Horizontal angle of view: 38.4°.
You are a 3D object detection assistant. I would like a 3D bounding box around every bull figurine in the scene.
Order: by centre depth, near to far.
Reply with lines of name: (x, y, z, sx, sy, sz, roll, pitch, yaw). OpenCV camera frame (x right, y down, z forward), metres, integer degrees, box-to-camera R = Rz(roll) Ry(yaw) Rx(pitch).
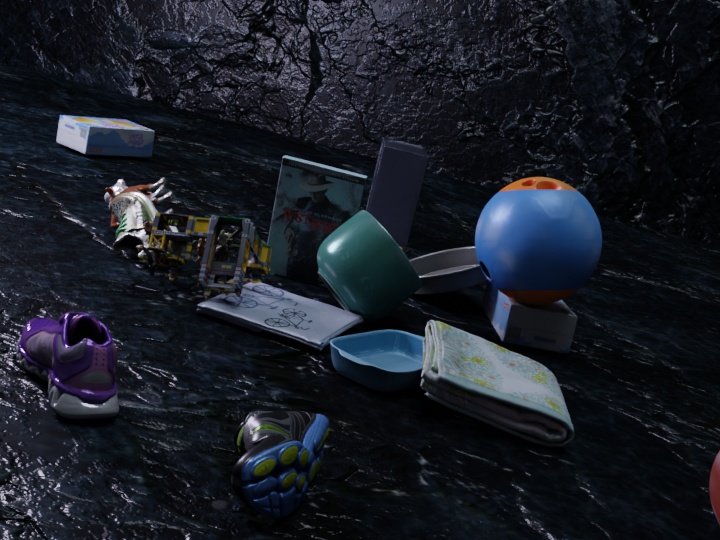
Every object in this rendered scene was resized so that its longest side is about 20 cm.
bull figurine: (-0.396, -0.119, 1.834, 0.121, 0.066, 0.200, -22, 26, -3)

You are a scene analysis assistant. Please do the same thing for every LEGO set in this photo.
LEGO set: (-0.226, -0.004, 1.492, 0.198, 0.117, 0.154, 9, -20, 1)

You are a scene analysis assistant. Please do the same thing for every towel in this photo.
towel: (0.169, 0.138, 1.307, 0.199, 0.048, 0.171, 23, 20, -5)

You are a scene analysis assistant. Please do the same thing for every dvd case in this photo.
dvd case: (-0.077, -0.077, 1.710, 0.145, 0.202, 0.022, 15, 19, 6)

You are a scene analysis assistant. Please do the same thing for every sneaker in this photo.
sneaker: (-0.085, 0.175, 0.963, 0.082, 0.071, 0.200, 10, 8, 9)
sneaker: (-0.302, 0.080, 1.086, 0.080, 0.089, 0.200, 2, 16, -34)
sneaker: (-0.363, -0.065, 1.654, 0.088, 0.077, 0.200, -18, 37, -35)

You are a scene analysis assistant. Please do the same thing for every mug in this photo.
mug: (0.006, 0.006, 1.598, 0.152, 0.114, 0.185, 49, -7, 18)

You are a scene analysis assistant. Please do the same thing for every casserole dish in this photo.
casserole dish: (0.041, 0.120, 1.365, 0.121, 0.039, 0.199, 22, 15, 33)

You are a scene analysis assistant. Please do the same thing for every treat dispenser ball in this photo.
treat dispenser ball: (0.282, -0.047, 1.643, 0.199, 0.203, 0.201, 12, 13, -3)

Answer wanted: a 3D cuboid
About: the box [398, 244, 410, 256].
box: (-0.019, -0.036, 1.943, 0.198, 0.045, 0.160, 16, 14, 13)

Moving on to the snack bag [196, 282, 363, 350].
snack bag: (-0.109, 0.064, 1.489, 0.198, 0.022, 0.188, 17, 14, 16)

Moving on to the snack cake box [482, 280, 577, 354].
snack cake box: (0.281, 0.070, 1.744, 0.114, 0.068, 0.200, 10, 13, -5)

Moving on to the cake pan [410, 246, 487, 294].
cake pan: (0.157, -0.001, 1.832, 0.198, 0.037, 0.200, -12, 12, 2)

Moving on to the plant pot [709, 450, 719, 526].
plant pot: (0.426, 0.230, 0.983, 0.199, 0.203, 0.195, 14, 5, 6)

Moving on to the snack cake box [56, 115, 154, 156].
snack cake box: (-0.605, -0.319, 2.463, 0.114, 0.068, 0.199, 21, 16, 34)

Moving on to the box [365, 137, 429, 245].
box: (0.076, -0.176, 2.279, 0.103, 0.202, 0.182, 13, 14, -2)
